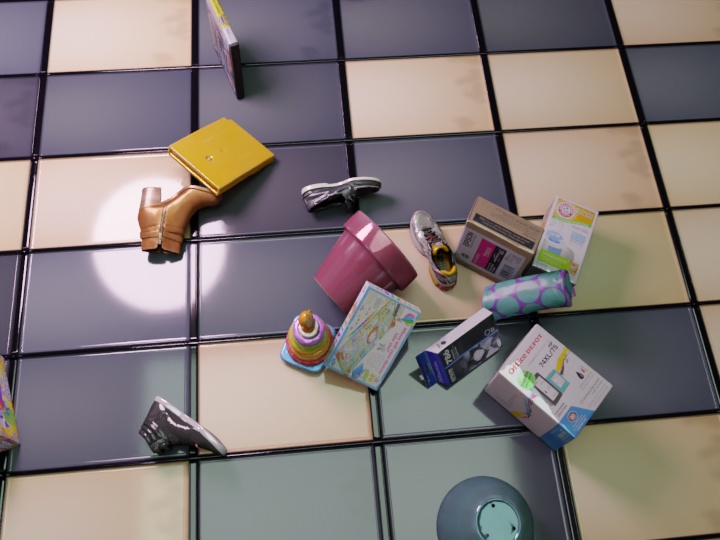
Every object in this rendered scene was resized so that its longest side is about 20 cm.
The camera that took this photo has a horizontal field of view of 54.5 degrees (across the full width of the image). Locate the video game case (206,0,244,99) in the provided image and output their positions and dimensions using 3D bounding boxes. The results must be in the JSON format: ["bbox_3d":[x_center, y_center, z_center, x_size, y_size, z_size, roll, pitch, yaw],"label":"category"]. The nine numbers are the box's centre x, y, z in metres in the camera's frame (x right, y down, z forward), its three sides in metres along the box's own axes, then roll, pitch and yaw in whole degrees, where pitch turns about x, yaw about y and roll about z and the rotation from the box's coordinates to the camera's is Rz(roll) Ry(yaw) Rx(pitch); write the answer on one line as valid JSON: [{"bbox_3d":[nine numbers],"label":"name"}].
[{"bbox_3d":[-0.342,-0.567,1.769,0.025,0.201,0.183,-21,69,-14],"label":"video game case"}]

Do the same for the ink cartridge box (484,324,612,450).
[{"bbox_3d":[0.395,0.250,1.492,0.199,0.147,0.147,39,70,14],"label":"ink cartridge box"}]

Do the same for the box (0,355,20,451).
[{"bbox_3d":[-0.831,0.286,1.434,0.190,0.122,0.203,-19,69,-11],"label":"box"}]

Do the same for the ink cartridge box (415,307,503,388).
[{"bbox_3d":[0.220,0.178,1.542,0.198,0.100,0.039,-33,31,-14],"label":"ink cartridge box"}]

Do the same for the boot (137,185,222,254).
[{"bbox_3d":[-0.425,-0.115,1.655,0.196,0.074,0.158,-2,75,-5],"label":"boot"}]

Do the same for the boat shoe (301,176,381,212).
[{"bbox_3d":[-0.042,-0.177,1.690,0.195,0.075,0.067,-6,70,-5],"label":"boat shoe"}]

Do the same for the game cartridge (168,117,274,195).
[{"bbox_3d":[-0.337,-0.283,1.710,0.176,0.033,0.200,40,48,13],"label":"game cartridge"}]

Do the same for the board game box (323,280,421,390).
[{"bbox_3d":[0.024,0.142,1.502,0.133,0.034,0.202,27,101,-14],"label":"board game box"}]

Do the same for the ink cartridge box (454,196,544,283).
[{"bbox_3d":[0.307,-0.057,1.587,0.163,0.201,0.076,26,67,9],"label":"ink cartridge box"}]

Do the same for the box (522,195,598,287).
[{"bbox_3d":[0.469,-0.056,1.647,0.111,0.102,0.202,23,68,6],"label":"box"}]

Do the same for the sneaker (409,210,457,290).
[{"bbox_3d":[0.179,-0.059,1.646,0.077,0.082,0.202,-22,69,-11],"label":"sneaker"}]

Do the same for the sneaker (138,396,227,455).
[{"bbox_3d":[-0.375,0.355,1.458,0.198,0.071,0.100,29,71,15],"label":"sneaker"}]

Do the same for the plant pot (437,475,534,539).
[{"bbox_3d":[0.258,0.505,1.387,0.196,0.135,0.204,1,67,-2],"label":"plant pot"}]

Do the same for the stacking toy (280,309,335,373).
[{"bbox_3d":[-0.111,0.130,1.489,0.108,0.201,0.118,19,66,6],"label":"stacking toy"}]

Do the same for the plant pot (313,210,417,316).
[{"bbox_3d":[0.000,0.000,1.566,0.179,0.200,0.200,-43,75,-1],"label":"plant pot"}]

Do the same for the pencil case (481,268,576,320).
[{"bbox_3d":[0.373,0.057,1.564,0.197,0.092,0.087,-14,62,27],"label":"pencil case"}]
